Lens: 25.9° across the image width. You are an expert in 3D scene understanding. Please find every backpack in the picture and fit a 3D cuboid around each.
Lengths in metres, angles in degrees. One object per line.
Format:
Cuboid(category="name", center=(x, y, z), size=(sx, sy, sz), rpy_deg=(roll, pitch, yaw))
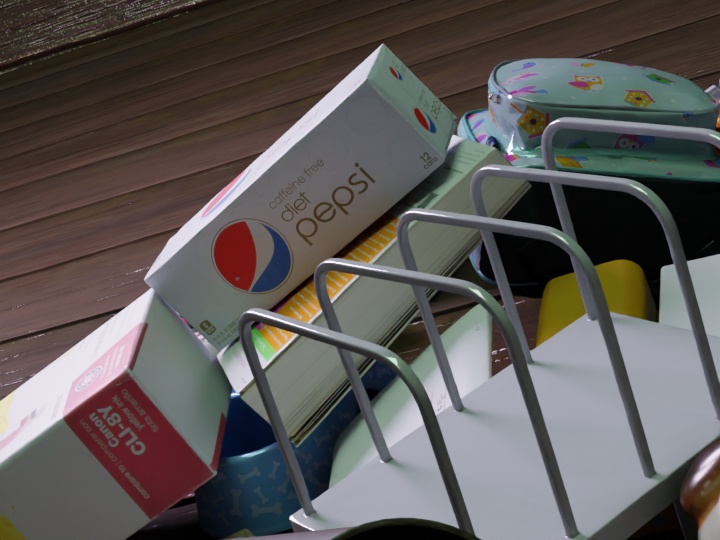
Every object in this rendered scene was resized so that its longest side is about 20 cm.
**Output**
Cuboid(category="backpack", center=(0.146, -0.064, 1.046), size=(0.176, 0.153, 0.200), rpy_deg=(-1, 10, -8))

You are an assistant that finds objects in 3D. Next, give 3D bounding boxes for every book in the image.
Cuboid(category="book", center=(0.000, 0.000, 0.936), size=(0.200, 0.048, 0.134), rpy_deg=(-47, 18, -2))

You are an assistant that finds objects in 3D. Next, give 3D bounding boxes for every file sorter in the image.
Cuboid(category="file sorter", center=(0.067, 0.033, 0.670), size=(0.200, 0.125, 0.139), rpy_deg=(-32, 25, -28))

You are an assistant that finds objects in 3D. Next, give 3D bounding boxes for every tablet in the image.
Cuboid(category="tablet", center=(0.021, 0.099, 0.809), size=(0.130, 0.014, 0.200), rpy_deg=(-45, 13, 20))

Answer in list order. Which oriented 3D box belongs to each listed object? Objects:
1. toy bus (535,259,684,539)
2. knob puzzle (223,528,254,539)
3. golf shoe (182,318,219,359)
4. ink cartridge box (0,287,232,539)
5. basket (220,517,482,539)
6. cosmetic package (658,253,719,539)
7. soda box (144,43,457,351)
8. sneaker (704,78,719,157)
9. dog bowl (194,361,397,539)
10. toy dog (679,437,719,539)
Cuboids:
Cuboid(category="toy bus", center=(0.130, 0.071, 0.823), size=(0.065, 0.078, 0.200), rpy_deg=(-15, 19, 15))
Cuboid(category="knob puzzle", center=(-0.119, 0.202, 0.797), size=(0.219, 0.030, 0.220), rpy_deg=(-18, 20, 7))
Cuboid(category="golf shoe", center=(-0.077, 0.058, 1.116), size=(0.200, 0.077, 0.088), rpy_deg=(-21, 39, 6))
Cuboid(category="ink cartridge box", center=(-0.181, 0.117, 0.927), size=(0.200, 0.083, 0.145), rpy_deg=(-36, 16, 10))
Cuboid(category="basket", center=(-0.019, 0.173, 0.598), size=(0.136, 0.180, 0.200), rpy_deg=(-20, 6, -24))
Cuboid(category="cosmetic package", center=(0.210, 0.056, 0.780), size=(0.113, 0.081, 0.200), rpy_deg=(-14, 19, 19))
Cuboid(category="soda box", center=(-0.037, -0.042, 0.942), size=(0.200, 0.068, 0.064), rpy_deg=(-40, 14, 25))
Cuboid(category="sneaker", center=(0.275, -0.095, 1.156), size=(0.200, 0.078, 0.112), rpy_deg=(-26, 21, 17))
Cuboid(category="dog bowl", center=(-0.041, 0.093, 0.986), size=(0.111, 0.050, 0.200), rpy_deg=(-12, 22, 24))
Cuboid(category="toy dog", center=(0.184, 0.131, 0.561), size=(0.194, 0.139, 0.200), rpy_deg=(-53, 10, 22))
